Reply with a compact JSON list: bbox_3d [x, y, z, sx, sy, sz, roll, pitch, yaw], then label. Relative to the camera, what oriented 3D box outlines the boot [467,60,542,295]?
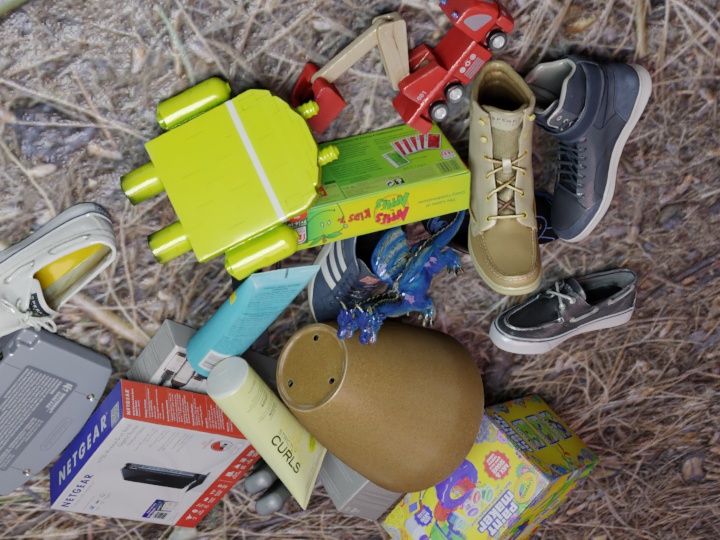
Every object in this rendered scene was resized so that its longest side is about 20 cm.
[{"bbox_3d":[0.144,-0.092,1.372,0.072,0.202,0.156,-2,139,-1],"label":"boot"}]

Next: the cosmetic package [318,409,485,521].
[{"bbox_3d":[0.037,0.186,1.621,0.200,0.107,0.090,-43,143,14],"label":"cosmetic package"}]

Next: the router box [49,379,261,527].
[{"bbox_3d":[-0.220,0.205,1.510,0.178,0.049,0.200,14,137,-30],"label":"router box"}]

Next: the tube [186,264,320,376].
[{"bbox_3d":[-0.115,0.045,1.373,0.077,0.051,0.200,-14,161,-36],"label":"tube"}]

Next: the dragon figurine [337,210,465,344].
[{"bbox_3d":[0.051,-0.006,1.390,0.099,0.059,0.201,27,93,-55],"label":"dragon figurine"}]

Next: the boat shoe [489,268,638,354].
[{"bbox_3d":[0.243,0.041,1.632,0.198,0.072,0.068,-12,134,-21],"label":"boat shoe"}]

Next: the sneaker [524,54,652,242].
[{"bbox_3d":[0.212,-0.129,1.454,0.145,0.077,0.204,2,113,-41],"label":"sneaker"}]

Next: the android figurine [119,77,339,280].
[{"bbox_3d":[-0.118,-0.090,1.288,0.198,0.184,0.041,-28,178,3],"label":"android figurine"}]

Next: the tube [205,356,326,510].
[{"bbox_3d":[-0.091,0.166,1.448,0.058,0.052,0.201,-37,131,-3],"label":"tube"}]

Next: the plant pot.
[{"bbox_3d":[0.003,0.127,1.484,0.186,0.187,0.199,-45,142,14],"label":"plant pot"}]

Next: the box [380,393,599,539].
[{"bbox_3d":[0.163,0.272,1.700,0.201,0.122,0.192,-51,160,18],"label":"box"}]

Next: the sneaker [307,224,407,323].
[{"bbox_3d":[0.000,0.000,1.467,0.074,0.085,0.202,-1,128,-25],"label":"sneaker"}]

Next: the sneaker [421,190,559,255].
[{"bbox_3d":[0.153,-0.046,1.509,0.198,0.078,0.071,4,126,-28],"label":"sneaker"}]

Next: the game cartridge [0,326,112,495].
[{"bbox_3d":[-0.357,0.148,1.449,0.133,0.041,0.200,31,110,-37],"label":"game cartridge"}]

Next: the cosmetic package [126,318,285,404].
[{"bbox_3d":[-0.151,0.127,1.522,0.199,0.051,0.083,23,115,-38],"label":"cosmetic package"}]

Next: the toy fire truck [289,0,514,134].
[{"bbox_3d":[0.041,-0.204,1.341,0.140,0.049,0.200,26,112,-38],"label":"toy fire truck"}]

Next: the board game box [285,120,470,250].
[{"bbox_3d":[0.000,-0.087,1.382,0.198,0.102,0.048,-14,132,-15],"label":"board game box"}]

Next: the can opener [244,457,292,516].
[{"bbox_3d":[-0.095,0.232,1.550,0.066,0.200,0.053,-29,91,8],"label":"can opener"}]

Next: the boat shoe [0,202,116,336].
[{"bbox_3d":[-0.314,0.025,1.330,0.201,0.086,0.075,-34,134,3],"label":"boat shoe"}]

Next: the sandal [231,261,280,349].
[{"bbox_3d":[-0.108,-0.002,1.426,0.042,0.076,0.201,-17,143,-15],"label":"sandal"}]
